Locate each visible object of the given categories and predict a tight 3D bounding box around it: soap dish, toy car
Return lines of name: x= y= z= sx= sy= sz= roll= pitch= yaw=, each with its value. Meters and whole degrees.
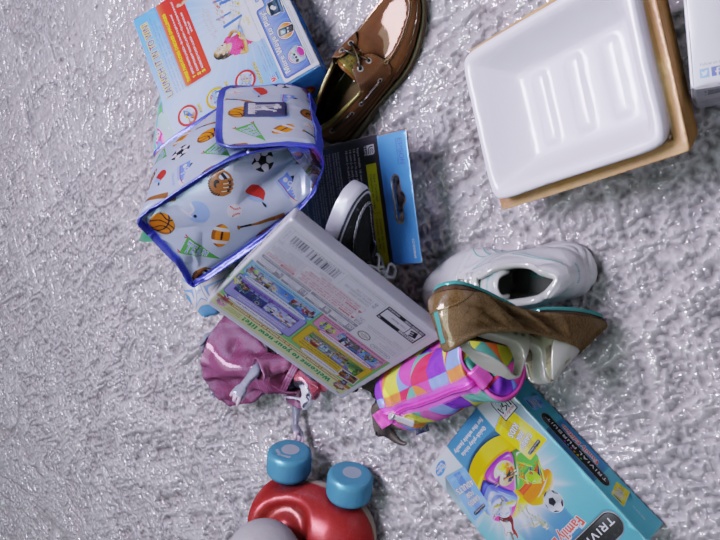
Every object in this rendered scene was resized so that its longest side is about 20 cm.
soap dish: x=0.189 y=-0.155 z=0.631 sx=0.198 sy=0.080 sz=0.161 roll=-16 pitch=87 yaw=55
toy car: x=-0.090 y=0.350 z=0.885 sx=0.173 sy=0.199 sz=0.189 roll=13 pitch=109 yaw=23

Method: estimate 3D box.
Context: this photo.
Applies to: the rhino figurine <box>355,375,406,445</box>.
rhino figurine: x=0.008 y=0.119 z=0.870 sx=0.087 sy=0.059 sz=0.203 roll=-31 pitch=80 yaw=30

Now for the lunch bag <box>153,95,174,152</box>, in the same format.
lunch bag: x=-0.201 y=-0.188 z=0.990 sx=0.198 sy=0.076 sz=0.164 roll=27 pitch=115 yaw=34

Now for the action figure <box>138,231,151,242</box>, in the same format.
action figure: x=-0.223 y=-0.065 z=0.980 sx=0.055 sy=0.118 sz=0.199 roll=55 pitch=156 yaw=-21

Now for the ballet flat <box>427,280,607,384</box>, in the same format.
ballet flat: x=0.146 y=0.063 z=0.650 sx=0.067 sy=0.196 sz=0.074 roll=-28 pitch=55 yaw=53

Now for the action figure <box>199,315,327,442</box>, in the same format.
action figure: x=-0.121 y=0.140 z=0.985 sx=0.196 sy=0.135 sz=0.151 roll=3 pitch=56 yaw=28

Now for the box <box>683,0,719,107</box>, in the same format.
box: x=0.257 y=-0.232 z=0.539 sx=0.036 sy=0.144 sz=0.205 roll=-4 pitch=94 yaw=26

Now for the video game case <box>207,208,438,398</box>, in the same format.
video game case: x=-0.041 y=0.045 z=0.763 sx=0.199 sy=0.022 sz=0.181 roll=37 pitch=134 yaw=-17

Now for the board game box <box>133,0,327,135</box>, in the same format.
board game box: x=-0.159 y=-0.267 z=0.882 sx=0.193 sy=0.056 sz=0.203 roll=-27 pitch=71 yaw=9

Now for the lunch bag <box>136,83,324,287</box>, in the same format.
lunch bag: x=-0.130 y=-0.112 z=0.773 sx=0.197 sy=0.125 sz=0.171 roll=-29 pitch=34 yaw=12

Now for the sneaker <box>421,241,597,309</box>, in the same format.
sneaker: x=0.133 y=0.010 z=0.732 sx=0.198 sy=0.079 sz=0.072 roll=-13 pitch=91 yaw=43

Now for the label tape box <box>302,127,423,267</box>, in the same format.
label tape box: x=0.001 y=-0.076 z=0.842 sx=0.197 sy=0.063 sz=0.148 roll=-4 pitch=95 yaw=40

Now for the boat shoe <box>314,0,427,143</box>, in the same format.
boat shoe: x=0.005 y=-0.227 z=0.809 sx=0.072 sy=0.067 sz=0.202 roll=46 pitch=123 yaw=26

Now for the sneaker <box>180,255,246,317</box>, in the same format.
sneaker: x=-0.185 y=0.006 z=0.944 sx=0.070 sy=0.200 sz=0.074 roll=-7 pitch=104 yaw=7

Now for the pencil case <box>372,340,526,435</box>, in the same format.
pencil case: x=0.087 y=0.116 z=0.755 sx=0.200 sy=0.087 sz=0.090 roll=-42 pitch=69 yaw=55

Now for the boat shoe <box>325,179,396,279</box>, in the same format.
boat shoe: x=-0.001 y=0.002 z=0.769 sx=0.067 sy=0.073 sz=0.203 roll=24 pitch=126 yaw=21

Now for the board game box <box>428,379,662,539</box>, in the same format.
board game box: x=0.182 y=0.232 z=0.747 sx=0.200 sy=0.046 sz=0.152 roll=47 pitch=124 yaw=25
